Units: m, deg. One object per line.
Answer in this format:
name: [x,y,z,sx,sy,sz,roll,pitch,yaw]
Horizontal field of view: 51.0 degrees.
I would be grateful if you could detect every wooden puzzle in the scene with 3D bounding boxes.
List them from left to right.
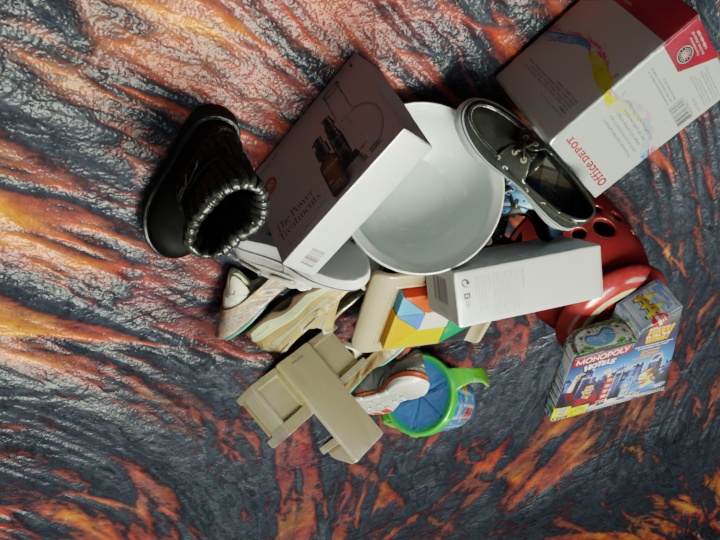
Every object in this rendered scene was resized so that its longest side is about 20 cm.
wooden puzzle: [0.099,0.060,1.057,0.199,0.037,0.185,-2,143,-15]

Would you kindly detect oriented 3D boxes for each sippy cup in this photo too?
sippy cup: [0.129,0.219,1.297,0.130,0.177,0.140,24,79,-53]

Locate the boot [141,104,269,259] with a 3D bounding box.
boot: [-0.174,-0.057,0.817,0.079,0.158,0.212,5,131,-31]

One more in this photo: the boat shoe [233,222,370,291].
boat shoe: [-0.075,-0.008,0.906,0.072,0.199,0.066,-52,148,-40]

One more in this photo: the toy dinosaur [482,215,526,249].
toy dinosaur: [0.175,-0.095,1.030,0.199,0.102,0.136,-8,119,4]

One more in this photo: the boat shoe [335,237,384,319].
boat shoe: [0.000,0.000,1.036,0.200,0.069,0.075,-44,137,19]

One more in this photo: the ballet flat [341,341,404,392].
ballet flat: [0.002,0.126,1.186,0.072,0.068,0.200,36,116,-26]

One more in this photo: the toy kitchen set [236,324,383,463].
toy kitchen set: [-0.082,0.218,1.065,0.180,0.163,0.200,-46,173,37]

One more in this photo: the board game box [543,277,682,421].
board game box: [0.362,0.109,1.066,0.199,0.062,0.200,-11,135,-16]

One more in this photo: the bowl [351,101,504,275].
bowl: [0.067,-0.097,0.922,0.200,0.090,0.202,0,93,-6]

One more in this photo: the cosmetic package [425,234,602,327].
cosmetic package: [0.192,0.010,0.957,0.199,0.101,0.072,-11,103,-14]

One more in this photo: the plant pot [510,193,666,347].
plant pot: [0.342,0.011,1.140,0.199,0.183,0.201,-13,136,-13]

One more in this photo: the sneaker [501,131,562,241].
sneaker: [0.197,-0.114,0.950,0.200,0.078,0.090,41,81,-12]

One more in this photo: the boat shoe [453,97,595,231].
boat shoe: [0.192,-0.125,0.862,0.200,0.057,0.069,42,81,-10]

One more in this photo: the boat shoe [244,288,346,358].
boat shoe: [-0.058,0.049,0.994,0.200,0.072,0.076,-34,105,26]

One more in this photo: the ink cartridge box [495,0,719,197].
ink cartridge box: [0.294,-0.221,0.895,0.200,0.145,0.145,-40,138,16]

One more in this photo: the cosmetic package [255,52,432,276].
cosmetic package: [-0.030,-0.117,0.835,0.052,0.151,0.200,24,119,-40]

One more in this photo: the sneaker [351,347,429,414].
sneaker: [0.038,0.182,1.247,0.077,0.082,0.200,29,140,-36]

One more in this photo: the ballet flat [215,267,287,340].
ballet flat: [-0.133,0.010,0.994,0.200,0.068,0.067,-40,119,8]
